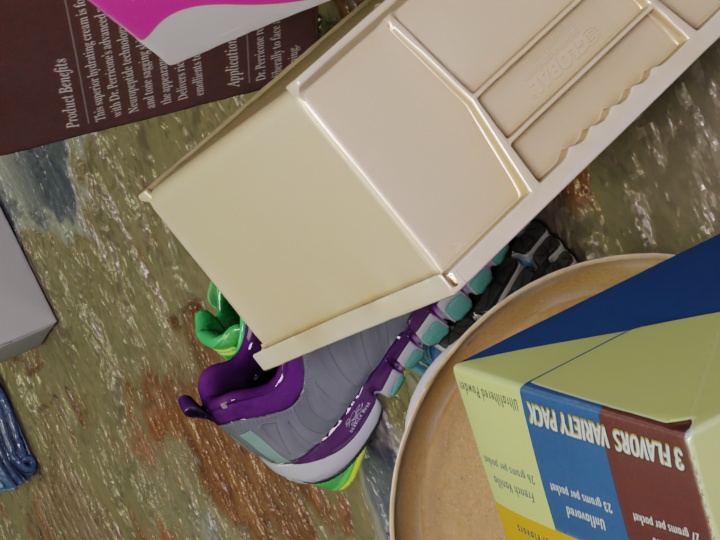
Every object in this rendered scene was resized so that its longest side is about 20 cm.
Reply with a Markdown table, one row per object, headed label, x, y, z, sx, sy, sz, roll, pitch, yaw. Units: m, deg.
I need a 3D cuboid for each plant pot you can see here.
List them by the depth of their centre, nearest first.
| label | x | y | z | sx | sy | sz | roll | pitch | yaw |
| --- | --- | --- | --- | --- | --- | --- | --- | --- | --- |
| plant pot | 0.107 | 0.091 | 0.897 | 0.027 | 0.200 | 0.200 | -151 | 40 | -78 |

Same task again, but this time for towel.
| label | x | y | z | sx | sy | sz | roll | pitch | yaw |
| --- | --- | --- | --- | --- | --- | --- | --- | --- | --- |
| towel | -0.363 | 0.157 | 2.115 | 0.112 | 0.048 | 0.200 | 67 | 157 | -1 |

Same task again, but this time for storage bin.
| label | x | y | z | sx | sy | sz | roll | pitch | yaw |
| --- | --- | --- | --- | --- | --- | --- | --- | --- | --- |
| storage bin | 0.034 | -0.071 | 0.894 | 0.094 | 0.199 | 0.200 | 50 | 157 | -6 |

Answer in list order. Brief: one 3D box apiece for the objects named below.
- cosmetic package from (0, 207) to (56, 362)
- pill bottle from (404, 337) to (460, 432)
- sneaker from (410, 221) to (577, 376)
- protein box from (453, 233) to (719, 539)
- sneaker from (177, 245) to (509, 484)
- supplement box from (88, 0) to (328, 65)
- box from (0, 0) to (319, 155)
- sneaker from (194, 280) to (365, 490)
| label | x | y | z | sx | sy | sz | roll | pitch | yaw |
| --- | --- | --- | --- | --- | --- | --- | --- | --- | --- |
| cosmetic package | -0.340 | -0.015 | 1.835 | 0.200 | 0.108 | 0.085 | 65 | 156 | 6 |
| pill bottle | 0.091 | 0.115 | 1.017 | 0.112 | 0.112 | 0.200 | 49 | 169 | 34 |
| sneaker | 0.055 | 0.019 | 1.109 | 0.200 | 0.078 | 0.090 | 25 | 160 | 50 |
| protein box | 0.169 | 0.092 | 0.752 | 0.135 | 0.198 | 0.200 | 14 | 125 | 62 |
| sneaker | 0.000 | 0.000 | 1.028 | 0.088 | 0.200 | 0.074 | 32 | 178 | -41 |
| supplement box | -0.075 | -0.198 | 0.879 | 0.101 | 0.103 | 0.200 | 35 | -142 | -69 |
| box | -0.133 | -0.176 | 1.067 | 0.166 | 0.200 | 0.164 | 92 | 162 | -62 |
| sneaker | -0.053 | 0.038 | 1.311 | 0.074 | 0.084 | 0.200 | 13 | 124 | 61 |
